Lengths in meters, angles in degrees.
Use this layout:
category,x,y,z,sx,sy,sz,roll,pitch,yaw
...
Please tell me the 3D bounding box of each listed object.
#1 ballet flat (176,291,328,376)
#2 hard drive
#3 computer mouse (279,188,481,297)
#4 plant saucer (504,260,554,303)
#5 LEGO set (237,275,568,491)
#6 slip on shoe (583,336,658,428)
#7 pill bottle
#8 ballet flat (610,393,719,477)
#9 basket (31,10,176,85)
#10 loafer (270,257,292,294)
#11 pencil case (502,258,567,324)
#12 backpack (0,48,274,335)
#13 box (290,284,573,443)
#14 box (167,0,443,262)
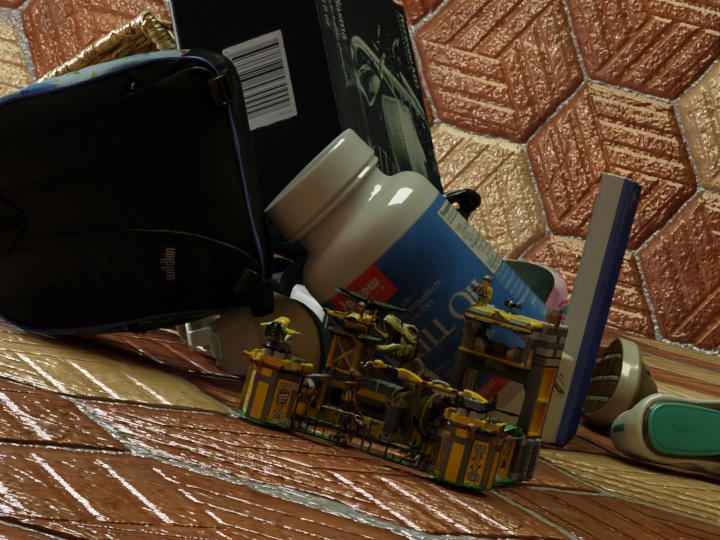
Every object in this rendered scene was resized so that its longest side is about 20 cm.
category,x,y,z,sx,sy,sz,roll,pitch,yaw
ballet flat,-0.083,0.046,1.590,0.069,0.070,0.200,13,1,-21
hard drive,0.174,0.028,1.732,0.025,0.201,0.132,15,3,9
computer mouse,0.000,0.000,1.712,0.138,0.053,0.200,-7,-18,-24
plant saucer,0.056,0.048,1.750,0.200,0.039,0.201,-13,-20,-5
LEGO set,0.032,0.052,1.375,0.199,0.117,0.153,16,3,33
slip on shoe,0.225,0.103,1.940,0.060,0.076,0.200,26,-3,0
pill bottle,0.031,0.006,1.531,0.200,0.112,0.112,45,0,-5
ballet flat,0.274,0.131,1.739,0.199,0.070,0.069,12,4,-30
basket,-0.170,-0.103,1.875,0.148,0.144,0.199,7,-23,-44
loafer,-0.057,0.019,1.919,0.071,0.068,0.201,54,3,-4
pencil case,0.079,0.021,1.871,0.199,0.088,0.087,10,5,-33
backpack,-0.167,-0.047,1.540,0.199,0.184,0.147,-11,6,3
box,0.045,0.067,1.640,0.199,0.069,0.082,13,5,-24
box,-0.037,-0.121,1.733,0.123,0.201,0.196,-17,-17,19
